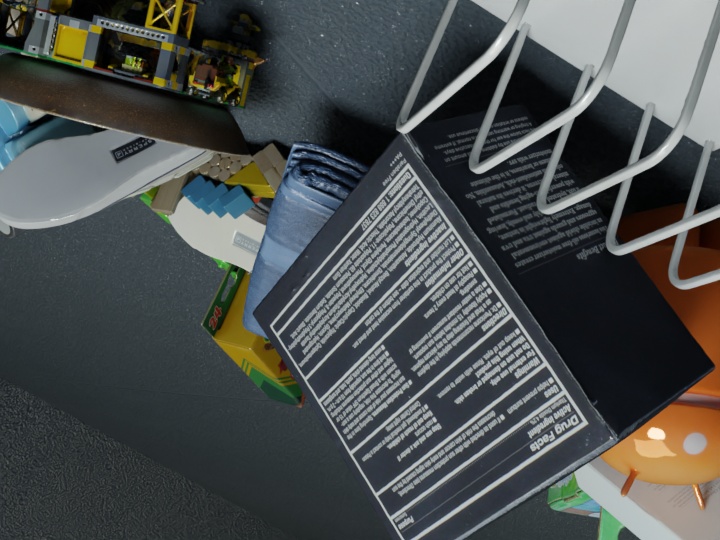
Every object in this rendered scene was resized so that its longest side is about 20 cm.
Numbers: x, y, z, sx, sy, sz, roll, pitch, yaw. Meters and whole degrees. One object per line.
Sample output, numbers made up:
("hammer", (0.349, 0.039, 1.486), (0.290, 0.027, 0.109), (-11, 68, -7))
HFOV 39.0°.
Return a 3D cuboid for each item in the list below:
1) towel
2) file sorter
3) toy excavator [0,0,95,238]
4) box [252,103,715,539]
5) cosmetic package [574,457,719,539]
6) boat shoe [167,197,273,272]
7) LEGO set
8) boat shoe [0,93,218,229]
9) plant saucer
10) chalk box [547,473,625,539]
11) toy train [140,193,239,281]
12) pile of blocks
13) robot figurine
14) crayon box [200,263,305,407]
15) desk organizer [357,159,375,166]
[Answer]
("towel", (-0.025, -0.007, 0.796), (0.111, 0.049, 0.200), (25, 138, 0))
("file sorter", (0.140, -0.093, 0.525), (0.199, 0.125, 0.139), (28, 159, -14))
("toy excavator", (-0.275, -0.133, 0.865), (0.199, 0.100, 0.195), (-2, 120, 50))
("box", (0.065, 0.043, 0.625), (0.199, 0.123, 0.200), (58, 136, 15))
("cosmetic package", (0.280, 0.131, 0.751), (0.151, 0.200, 0.052), (38, 155, 52))
("boat shoe", (-0.101, -0.043, 0.969), (0.199, 0.072, 0.068), (24, -164, 26))
("LEGO set", (-0.155, -0.187, 0.669), (0.199, 0.116, 0.154), (18, -172, 22))
("boat shoe", (-0.205, -0.084, 0.847), (0.071, 0.199, 0.070), (60, 171, 15))
("plant saucer", (-0.173, -0.120, 0.721), (0.199, 0.032, 0.200), (15, -172, -2))
("chalk box", (0.239, 0.151, 0.874), (0.124, 0.201, 0.124), (9, 159, -6))
("toy train", (-0.161, -0.034, 1.088), (0.056, 0.042, 0.200), (19, 161, 38))
("pile of blocks", (-0.134, -0.073, 0.906), (0.199, 0.082, 0.062), (12, 161, 27))
("robot figurine", (0.214, 0.059, 0.699), (0.116, 0.201, 0.144), (3, 164, 15))
("crayon box", (-0.091, 0.052, 1.100), (0.051, 0.127, 0.200), (13, 158, 24))
("desk organizer", (0.000, 0.000, 0.881), (0.077, 0.072, 0.201), (9, 136, 24))
